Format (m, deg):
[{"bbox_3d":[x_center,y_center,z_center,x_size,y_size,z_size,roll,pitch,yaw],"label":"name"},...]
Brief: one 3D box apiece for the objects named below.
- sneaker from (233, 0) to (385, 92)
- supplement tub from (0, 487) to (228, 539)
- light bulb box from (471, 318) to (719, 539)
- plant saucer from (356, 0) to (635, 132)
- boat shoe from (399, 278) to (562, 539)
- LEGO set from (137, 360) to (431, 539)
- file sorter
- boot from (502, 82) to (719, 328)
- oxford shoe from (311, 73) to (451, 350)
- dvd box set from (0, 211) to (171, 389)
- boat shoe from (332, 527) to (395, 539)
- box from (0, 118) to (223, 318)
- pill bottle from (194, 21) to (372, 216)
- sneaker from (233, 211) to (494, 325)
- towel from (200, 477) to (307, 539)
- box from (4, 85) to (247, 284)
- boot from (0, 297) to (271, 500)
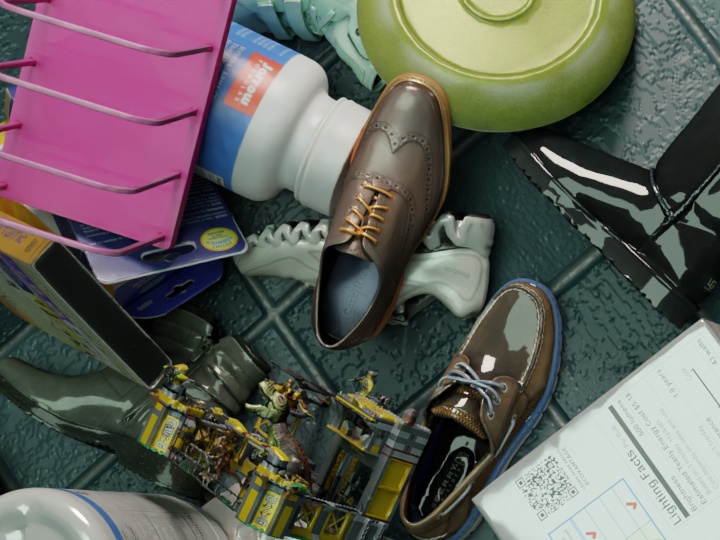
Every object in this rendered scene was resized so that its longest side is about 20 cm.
[{"bbox_3d":[-0.036,-0.179,1.703,0.200,0.074,0.119,-21,69,15],"label":"sneaker"},{"bbox_3d":[-0.183,0.218,1.609,0.131,0.200,0.133,-3,82,22],"label":"supplement tub"},{"bbox_3d":[0.218,0.171,1.535,0.200,0.125,0.199,-39,72,13],"label":"light bulb box"},{"bbox_3d":[0.096,-0.192,1.633,0.199,0.031,0.201,0,63,0],"label":"plant saucer"},{"bbox_3d":[0.084,0.099,1.624,0.072,0.072,0.201,20,90,22],"label":"boat shoe"},{"bbox_3d":[-0.049,0.106,1.596,0.200,0.153,0.116,31,98,57],"label":"LEGO set"},{"bbox_3d":[-0.185,-0.122,1.573,0.138,0.125,0.201,17,101,11],"label":"file sorter"},{"bbox_3d":[0.217,-0.075,1.597,0.163,0.073,0.198,-47,68,6],"label":"boot"},{"bbox_3d":[0.014,-0.036,1.594,0.071,0.073,0.201,17,103,9],"label":"oxford shoe"},{"bbox_3d":[-0.235,0.007,1.668,0.029,0.146,0.200,-50,37,-14],"label":"dvd box set"},{"bbox_3d":[0.052,0.230,1.618,0.199,0.076,0.061,15,83,23],"label":"boat shoe"},{"bbox_3d":[-0.193,-0.049,1.732,0.200,0.042,0.119,39,53,22],"label":"box"},{"bbox_3d":[-0.092,-0.119,1.673,0.199,0.112,0.113,25,92,9],"label":"pill bottle"},{"bbox_3d":[0.000,0.000,1.674,0.199,0.075,0.081,-1,92,22],"label":"sneaker"},{"bbox_3d":[-0.097,0.272,1.694,0.200,0.032,0.191,-34,72,13],"label":"towel"},{"bbox_3d":[-0.174,-0.067,1.705,0.121,0.032,0.200,-13,53,-23],"label":"box"},{"bbox_3d":[-0.171,0.076,1.739,0.199,0.068,0.131,25,85,17],"label":"boot"}]
